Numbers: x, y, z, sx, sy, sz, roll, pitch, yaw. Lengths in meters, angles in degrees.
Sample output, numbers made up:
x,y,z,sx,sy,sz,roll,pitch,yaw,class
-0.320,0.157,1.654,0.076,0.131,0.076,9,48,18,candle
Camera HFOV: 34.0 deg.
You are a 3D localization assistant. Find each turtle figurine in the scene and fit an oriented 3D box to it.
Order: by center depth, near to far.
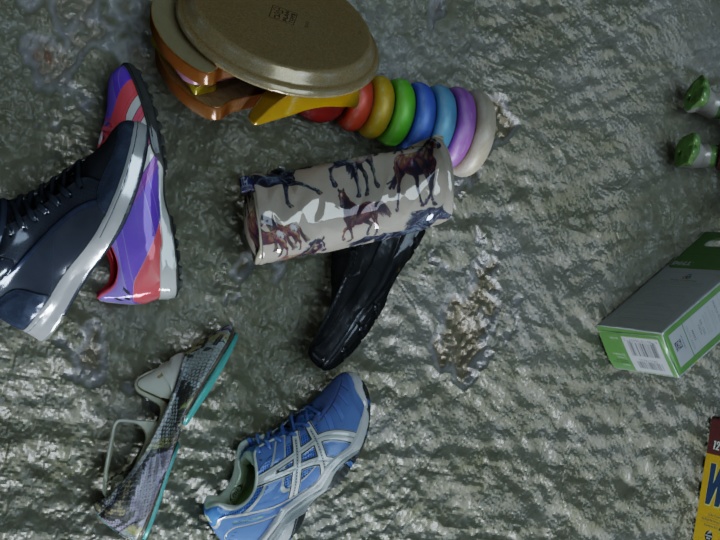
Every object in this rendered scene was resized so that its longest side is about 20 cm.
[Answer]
x,y,z,sx,sy,sz,roll,pitch,yaw,class
0.463,-0.145,1.307,0.191,0.201,0.146,12,119,-7,turtle figurine

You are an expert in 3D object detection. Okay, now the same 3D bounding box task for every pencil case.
x,y,z,sx,sy,sz,roll,pitch,yaw,class
-0.010,-0.067,1.062,0.197,0.078,0.091,-12,74,-9,pencil case

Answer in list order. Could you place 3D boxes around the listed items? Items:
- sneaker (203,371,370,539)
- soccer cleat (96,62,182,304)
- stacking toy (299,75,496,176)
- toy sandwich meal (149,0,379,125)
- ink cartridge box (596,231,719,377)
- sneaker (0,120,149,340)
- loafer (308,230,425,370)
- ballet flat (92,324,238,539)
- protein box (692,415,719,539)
x,y,z,sx,sy,sz,roll,pitch,yaw,class
-0.063,0.170,1.074,0.077,0.075,0.201,47,69,-28,sneaker
-0.200,-0.072,0.995,0.072,0.068,0.204,-9,97,-18,soccer cleat
0.026,-0.149,1.120,0.197,0.085,0.087,10,87,-23,stacking toy
-0.081,-0.192,1.026,0.202,0.207,0.071,-4,137,-30,toy sandwich meal
0.368,0.034,1.304,0.199,0.103,0.060,-36,109,-24,ink cartridge box
-0.264,-0.053,0.917,0.145,0.077,0.204,28,106,-25,sneaker
0.000,0.000,1.116,0.070,0.068,0.202,27,74,10,loafer
-0.174,0.129,1.017,0.072,0.072,0.203,31,76,-27,ballet flat
0.513,0.289,1.380,0.197,0.134,0.202,12,86,-30,protein box
